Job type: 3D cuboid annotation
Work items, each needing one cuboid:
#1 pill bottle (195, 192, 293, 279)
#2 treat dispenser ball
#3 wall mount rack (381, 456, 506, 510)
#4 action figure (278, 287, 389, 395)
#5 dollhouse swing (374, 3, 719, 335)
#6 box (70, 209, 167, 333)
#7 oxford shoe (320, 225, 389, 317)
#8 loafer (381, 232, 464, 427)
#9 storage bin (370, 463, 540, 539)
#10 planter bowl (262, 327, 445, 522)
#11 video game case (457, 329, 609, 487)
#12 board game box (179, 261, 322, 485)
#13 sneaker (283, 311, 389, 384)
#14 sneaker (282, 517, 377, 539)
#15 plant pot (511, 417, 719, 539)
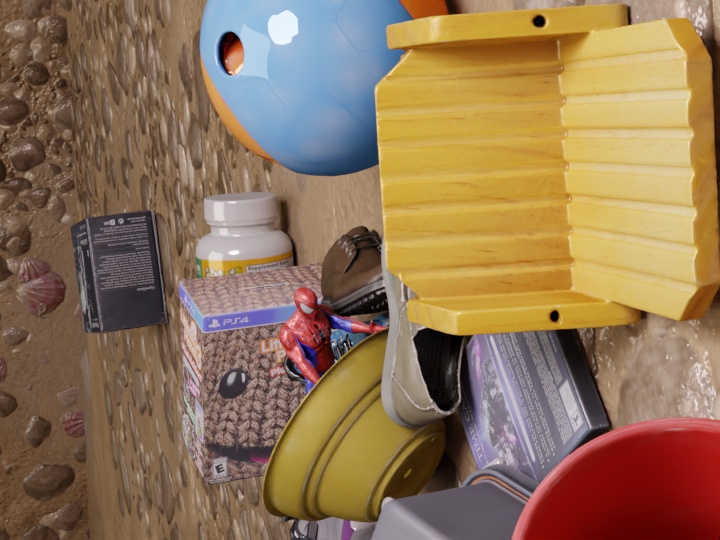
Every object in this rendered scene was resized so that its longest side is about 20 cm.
[{"bbox_3d":[-0.131,0.014,1.558,0.113,0.113,0.200,-157,62,-68],"label":"pill bottle"},{"bbox_3d":[-0.027,-0.175,1.071,0.201,0.200,0.201,173,90,-70],"label":"treat dispenser ball"},{"bbox_3d":[0.090,0.244,1.054,0.174,0.074,0.200,102,145,-57],"label":"wall mount rack"},{"bbox_3d":[-0.016,0.104,1.212,0.099,0.065,0.200,20,135,41],"label":"action figure"},{"bbox_3d":[0.103,-0.057,0.819,0.176,0.181,0.200,-91,-3,-82],"label":"dollhouse swing"},{"bbox_3d":[-0.423,0.005,2.361,0.200,0.124,0.197,171,90,-70],"label":"box"},{"bbox_3d":[0.000,0.000,1.249,0.200,0.073,0.085,171,94,-70],"label":"oxford shoe"},{"bbox_3d":[0.063,0.028,1.083,0.070,0.075,0.201,2,92,58],"label":"loafer"},{"bbox_3d":[0.066,0.249,0.943,0.145,0.134,0.200,29,105,40],"label":"storage bin"},{"bbox_3d":[0.014,0.153,1.161,0.083,0.200,0.201,36,138,24],"label":"planter bowl"},{"bbox_3d":[0.120,0.096,1.025,0.200,0.019,0.143,113,145,-56],"label":"video game case"},{"bbox_3d":[-0.103,0.108,1.444,0.097,0.159,0.200,-134,41,-58],"label":"board game box"},{"bbox_3d":[-0.019,0.090,1.303,0.200,0.090,0.079,153,109,-67],"label":"sneaker"},{"bbox_3d":[-0.020,0.289,1.297,0.200,0.140,0.078,-133,41,-60],"label":"sneaker"},{"bbox_3d":[0.165,0.207,0.705,0.178,0.200,0.201,90,162,-49],"label":"plant pot"}]
